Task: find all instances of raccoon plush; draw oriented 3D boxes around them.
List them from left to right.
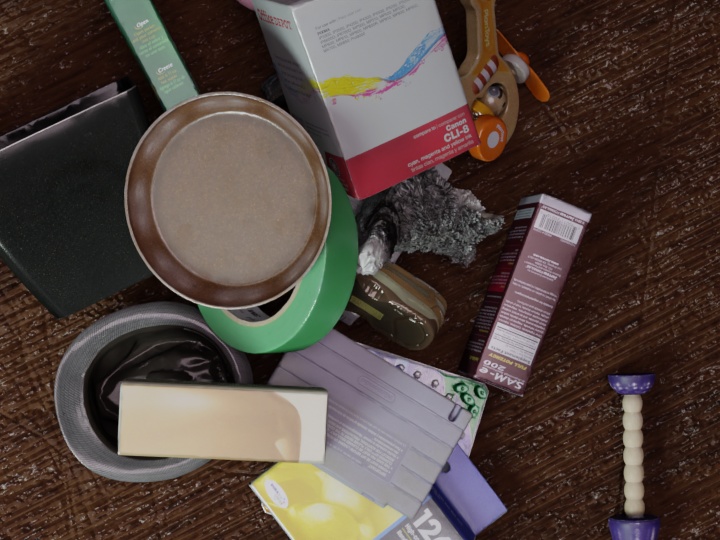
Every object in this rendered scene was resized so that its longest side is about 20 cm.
[{"bbox_3d":[0.063,-0.025,1.629,0.134,0.097,0.201,37,49,-12],"label":"raccoon plush"}]

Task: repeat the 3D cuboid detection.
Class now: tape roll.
[{"bbox_3d":[-0.089,-0.020,1.581,0.048,0.199,0.203,1,90,-47],"label":"tape roll"}]

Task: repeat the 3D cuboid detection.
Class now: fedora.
[{"bbox_3d":[-0.211,0.122,1.653,0.198,0.090,0.178,-20,92,-6],"label":"fedora"}]

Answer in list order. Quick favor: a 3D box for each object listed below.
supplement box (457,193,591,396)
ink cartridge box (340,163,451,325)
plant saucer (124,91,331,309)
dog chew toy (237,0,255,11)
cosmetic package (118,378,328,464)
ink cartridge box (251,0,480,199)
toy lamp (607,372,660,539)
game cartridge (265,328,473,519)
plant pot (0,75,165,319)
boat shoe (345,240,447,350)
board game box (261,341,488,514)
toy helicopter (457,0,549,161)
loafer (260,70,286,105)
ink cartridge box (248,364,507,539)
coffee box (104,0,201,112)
[{"bbox_3d":[0.169,0.025,1.683,0.060,0.109,0.202,22,88,-6],"label":"supplement box"},{"bbox_3d":[-0.020,-0.069,1.706,0.160,0.047,0.201,35,70,-4],"label":"ink cartridge box"},{"bbox_3d":[-0.121,-0.066,1.502,0.198,0.034,0.202,1,98,11],"label":"plant saucer"},{"bbox_3d":[-0.045,-0.339,1.662,0.198,0.124,0.126,-17,91,-14],"label":"dog chew toy"},{"bbox_3d":[-0.132,0.145,1.561,0.198,0.105,0.072,3,88,-3],"label":"cosmetic package"},{"bbox_3d":[0.003,-0.199,1.574,0.144,0.145,0.201,-25,111,-13],"label":"ink cartridge box"},{"bbox_3d":[0.290,0.211,1.721,0.058,0.058,0.202,-2,88,-6],"label":"toy lamp"},{"bbox_3d":[-0.001,0.150,1.638,0.199,0.038,0.130,31,89,1],"label":"game cartridge"},{"bbox_3d":[-0.280,-0.068,1.607,0.198,0.200,0.179,-26,104,-6],"label":"plant pot"},{"bbox_3d":[0.000,0.000,1.645,0.199,0.072,0.076,37,45,-4],"label":"boat shoe"},{"bbox_3d":[0.017,0.189,1.708,0.198,0.026,0.202,18,88,-5],"label":"board game box"},{"bbox_3d":[0.135,-0.220,1.677,0.132,0.079,0.202,-26,122,-36],"label":"toy helicopter"},{"bbox_3d":[-0.004,-0.202,1.681,0.198,0.073,0.073,-19,84,-5],"label":"loafer"},{"bbox_3d":[0.021,0.237,1.673,0.199,0.047,0.198,-38,92,-2],"label":"ink cartridge box"},{"bbox_3d":[-0.205,-0.216,1.641,0.044,0.123,0.201,-28,94,-2],"label":"coffee box"}]
